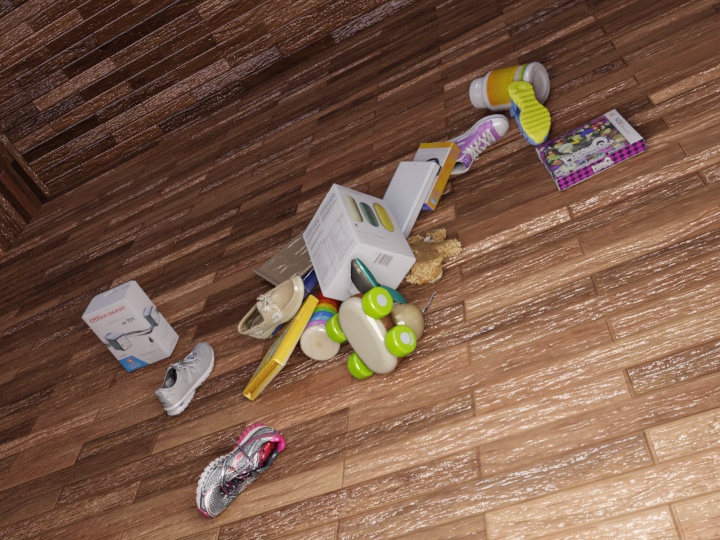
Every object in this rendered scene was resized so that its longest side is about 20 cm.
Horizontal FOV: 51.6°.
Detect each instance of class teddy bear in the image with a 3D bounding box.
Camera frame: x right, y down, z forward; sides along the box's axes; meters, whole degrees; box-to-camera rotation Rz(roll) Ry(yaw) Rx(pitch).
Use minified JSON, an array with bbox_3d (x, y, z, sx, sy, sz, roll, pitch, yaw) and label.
[{"bbox_3d":[0.148,-0.029,1.618,0.144,0.067,0.200,-24,23,-4],"label":"teddy bear"}]

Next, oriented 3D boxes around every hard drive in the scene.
[{"bbox_3d":[0.106,-0.175,1.832,0.131,0.026,0.202,10,70,50],"label":"hard drive"}]

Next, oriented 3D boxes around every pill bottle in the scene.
[{"bbox_3d":[0.396,-0.487,1.999,0.199,0.112,0.111,3,44,46],"label":"pill bottle"}]

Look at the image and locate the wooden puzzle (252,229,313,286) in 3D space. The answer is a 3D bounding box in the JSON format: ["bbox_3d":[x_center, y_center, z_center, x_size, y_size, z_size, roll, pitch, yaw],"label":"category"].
[{"bbox_3d":[-0.160,-0.022,1.915,0.199,0.047,0.185,-37,30,-18],"label":"wooden puzzle"}]

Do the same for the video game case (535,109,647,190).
[{"bbox_3d":[0.504,-0.268,1.647,0.198,0.036,0.182,-26,29,13],"label":"video game case"}]

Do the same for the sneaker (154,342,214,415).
[{"bbox_3d":[-0.404,0.234,1.723,0.074,0.082,0.201,-14,34,29],"label":"sneaker"}]

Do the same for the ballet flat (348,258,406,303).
[{"bbox_3d":[0.023,0.048,1.492,0.068,0.200,0.068,-38,47,11],"label":"ballet flat"}]

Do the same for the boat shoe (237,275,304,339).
[{"bbox_3d":[-0.192,0.081,1.597,0.200,0.064,0.073,-43,53,35],"label":"boat shoe"}]

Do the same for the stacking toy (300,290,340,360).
[{"bbox_3d":[-0.079,0.103,1.615,0.085,0.086,0.201,-23,27,16],"label":"stacking toy"}]

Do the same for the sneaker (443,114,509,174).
[{"bbox_3d":[0.293,-0.308,1.884,0.199,0.073,0.115,-31,32,22],"label":"sneaker"}]

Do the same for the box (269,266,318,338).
[{"bbox_3d":[-0.138,0.056,1.670,0.200,0.032,0.121,-51,2,30],"label":"box"}]

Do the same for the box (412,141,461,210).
[{"bbox_3d":[0.163,-0.227,1.864,0.118,0.041,0.202,9,71,50],"label":"box"}]

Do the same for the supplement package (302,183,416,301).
[{"bbox_3d":[-0.007,-0.051,1.594,0.151,0.150,0.201,-55,37,29],"label":"supplement package"}]

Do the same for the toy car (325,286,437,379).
[{"bbox_3d":[0.064,0.093,1.437,0.199,0.159,0.164,-29,-5,-41],"label":"toy car"}]

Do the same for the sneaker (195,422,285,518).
[{"bbox_3d":[-0.220,0.363,1.359,0.074,0.081,0.200,6,47,45],"label":"sneaker"}]

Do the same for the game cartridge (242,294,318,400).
[{"bbox_3d":[-0.167,0.159,1.576,0.176,0.032,0.201,-48,12,45],"label":"game cartridge"}]

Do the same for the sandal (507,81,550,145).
[{"bbox_3d":[0.420,-0.381,1.858,0.078,0.088,0.202,-7,52,-1],"label":"sandal"}]

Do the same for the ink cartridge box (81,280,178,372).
[{"bbox_3d":[-0.588,0.145,1.912,0.145,0.201,0.086,-21,31,19],"label":"ink cartridge box"}]
